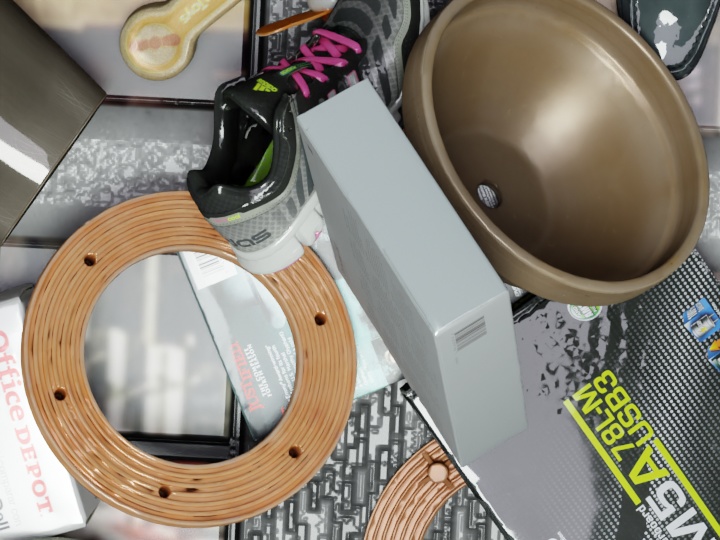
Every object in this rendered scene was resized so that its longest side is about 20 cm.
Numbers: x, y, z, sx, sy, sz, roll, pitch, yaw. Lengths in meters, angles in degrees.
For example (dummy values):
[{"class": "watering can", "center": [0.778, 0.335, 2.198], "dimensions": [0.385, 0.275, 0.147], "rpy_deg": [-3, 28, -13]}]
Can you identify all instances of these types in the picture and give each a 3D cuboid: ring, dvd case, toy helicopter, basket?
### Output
[{"class": "ring", "center": [-0.101, 0.052, 1.578], "dimensions": [0.200, 0.019, 0.201], "rpy_deg": [4, 75, -16]}, {"class": "dvd case", "center": [0.000, 0.000, 1.631], "dimensions": [0.200, 0.022, 0.146], "rpy_deg": [-23, 94, 0]}, {"class": "ring", "center": [0.100, 0.187, 1.645], "dimensions": [0.200, 0.019, 0.201], "rpy_deg": [0, 94, 1]}, {"class": "toy helicopter", "center": [-0.059, -0.180, 1.605], "dimensions": [0.200, 0.079, 0.132], "rpy_deg": [-41, 102, 13]}, {"class": "basket", "center": [-0.262, -0.114, 1.572], "dimensions": [0.200, 0.136, 0.180], "rpy_deg": [36, 88, -6]}]

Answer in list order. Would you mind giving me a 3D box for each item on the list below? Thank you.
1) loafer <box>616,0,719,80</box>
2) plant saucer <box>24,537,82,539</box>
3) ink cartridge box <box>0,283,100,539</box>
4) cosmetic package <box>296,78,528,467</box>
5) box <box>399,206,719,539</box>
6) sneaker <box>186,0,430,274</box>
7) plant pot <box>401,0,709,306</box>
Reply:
[{"class": "loafer", "center": [0.190, -0.213, 1.591], "dimensions": [0.068, 0.070, 0.201], "rpy_deg": [8, 95, -1]}, {"class": "plant saucer", "center": [-0.211, 0.240, 1.608], "dimensions": [0.200, 0.050, 0.201], "rpy_deg": [-13, 119, -25]}, {"class": "ink cartridge box", "center": [-0.272, 0.106, 1.606], "dimensions": [0.200, 0.084, 0.146], "rpy_deg": [-16, 94, 1]}, {"class": "cosmetic package", "center": [0.031, 0.005, 1.489], "dimensions": [0.052, 0.200, 0.151], "rpy_deg": [-31, 66, -8]}, {"class": "box", "center": [0.157, 0.095, 1.608], "dimensions": [0.193, 0.048, 0.200], "rpy_deg": [-35, 95, -7]}, {"class": "sneaker", "center": [-0.033, -0.098, 1.547], "dimensions": [0.087, 0.074, 0.200], "rpy_deg": [34, 87, -45]}, {"class": "plant pot", "center": [0.096, -0.061, 1.552], "dimensions": [0.200, 0.093, 0.201], "rpy_deg": [17, 56, -27]}]
